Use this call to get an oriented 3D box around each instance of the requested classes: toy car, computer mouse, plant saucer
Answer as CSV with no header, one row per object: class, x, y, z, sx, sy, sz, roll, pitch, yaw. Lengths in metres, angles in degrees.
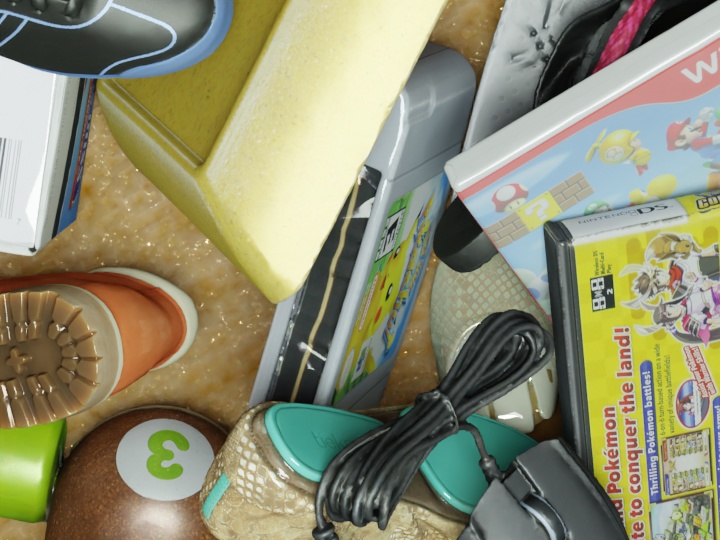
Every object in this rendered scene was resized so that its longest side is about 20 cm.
toy car,-0.100,0.154,0.917,0.164,0.200,0.158,10,99,-2
computer mouse,0.058,0.129,0.841,0.140,0.046,0.200,-36,122,-30
plant saucer,-0.042,-0.112,0.874,0.048,0.200,0.200,22,100,-30

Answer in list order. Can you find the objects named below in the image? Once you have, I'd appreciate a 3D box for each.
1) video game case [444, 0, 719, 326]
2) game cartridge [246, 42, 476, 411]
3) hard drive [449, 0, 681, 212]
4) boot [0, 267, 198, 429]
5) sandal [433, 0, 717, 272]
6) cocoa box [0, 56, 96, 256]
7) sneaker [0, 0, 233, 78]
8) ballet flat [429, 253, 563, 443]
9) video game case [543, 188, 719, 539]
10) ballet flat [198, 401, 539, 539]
video game case,0.139,-0.020,0.904,0.143,0.017,0.200,-30,136,9
game cartridge,0.000,0.000,0.923,0.040,0.133,0.200,19,107,9
hard drive,0.126,-0.094,0.955,0.135,0.042,0.200,17,100,-3
boot,-0.172,0.037,0.963,0.200,0.107,0.075,-4,99,29
sandal,0.099,-0.079,0.898,0.200,0.075,0.045,-42,108,10
cocoa box,-0.219,-0.092,0.910,0.200,0.131,0.134,9,96,-2
sneaker,-0.149,-0.119,0.802,0.200,0.078,0.070,12,93,-2
ballet flat,0.077,0.083,0.975,0.067,0.062,0.200,-12,99,1
video game case,0.177,0.055,0.908,0.181,0.026,0.200,-11,116,-8
ballet flat,0.007,0.093,0.880,0.065,0.200,0.071,-44,53,26
